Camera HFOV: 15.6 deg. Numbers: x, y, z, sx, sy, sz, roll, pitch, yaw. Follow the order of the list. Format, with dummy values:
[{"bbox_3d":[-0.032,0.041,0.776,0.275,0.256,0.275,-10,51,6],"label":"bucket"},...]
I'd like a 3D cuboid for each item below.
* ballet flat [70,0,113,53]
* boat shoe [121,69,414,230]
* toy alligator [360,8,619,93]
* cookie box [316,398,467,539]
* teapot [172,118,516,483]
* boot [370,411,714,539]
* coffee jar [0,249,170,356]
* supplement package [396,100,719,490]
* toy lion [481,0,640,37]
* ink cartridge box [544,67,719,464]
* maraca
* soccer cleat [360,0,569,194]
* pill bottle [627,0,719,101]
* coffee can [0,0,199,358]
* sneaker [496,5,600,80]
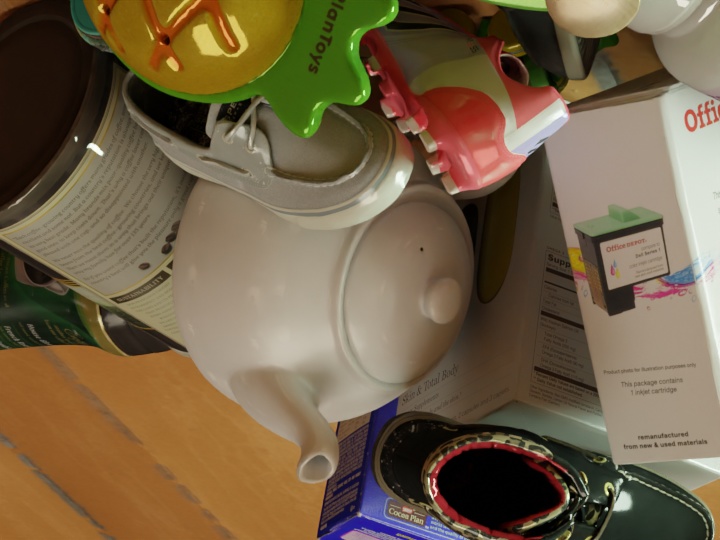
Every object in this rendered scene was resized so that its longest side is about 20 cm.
[{"bbox_3d":[-0.063,-0.155,1.465,0.199,0.075,0.074,1,153,24],"label":"ballet flat"},{"bbox_3d":[-0.058,-0.075,1.431,0.200,0.070,0.071,17,166,45],"label":"boat shoe"},{"bbox_3d":[0.050,-0.111,1.508,0.199,0.054,0.059,-3,151,24],"label":"toy alligator"},{"bbox_3d":[0.074,0.105,1.770,0.171,0.201,0.075,21,153,-20],"label":"cookie box"},{"bbox_3d":[0.000,0.000,1.524,0.146,0.201,0.197,11,-164,40],"label":"teapot"},{"bbox_3d":[0.111,0.132,1.438,0.203,0.074,0.154,17,178,-7],"label":"boot"},{"bbox_3d":[-0.211,0.005,1.777,0.199,0.105,0.085,0,155,21],"label":"coffee jar"},{"bbox_3d":[0.127,0.031,1.601,0.150,0.201,0.152,20,152,-23],"label":"supplement package"},{"bbox_3d":[0.052,-0.219,1.221,0.191,0.069,0.201,11,127,2],"label":"toy lion"},{"bbox_3d":[0.186,-0.011,1.454,0.084,0.201,0.145,-7,-170,37],"label":"ink cartridge box"},{"bbox_3d":[-0.067,-0.150,1.368,0.199,0.138,0.107,28,-160,28],"label":"maraca"},{"bbox_3d":[0.049,-0.106,1.418,0.076,0.200,0.067,-26,122,-2],"label":"soccer cleat"},{"bbox_3d":[0.220,-0.130,1.347,0.199,0.113,0.112,22,151,-24],"label":"pill bottle"},{"bbox_3d":[-0.141,-0.052,1.591,0.146,0.147,0.200,-14,145,40],"label":"coffee can"},{"bbox_3d":[0.061,-0.176,1.369,0.106,0.075,0.200,3,144,24],"label":"sneaker"}]
